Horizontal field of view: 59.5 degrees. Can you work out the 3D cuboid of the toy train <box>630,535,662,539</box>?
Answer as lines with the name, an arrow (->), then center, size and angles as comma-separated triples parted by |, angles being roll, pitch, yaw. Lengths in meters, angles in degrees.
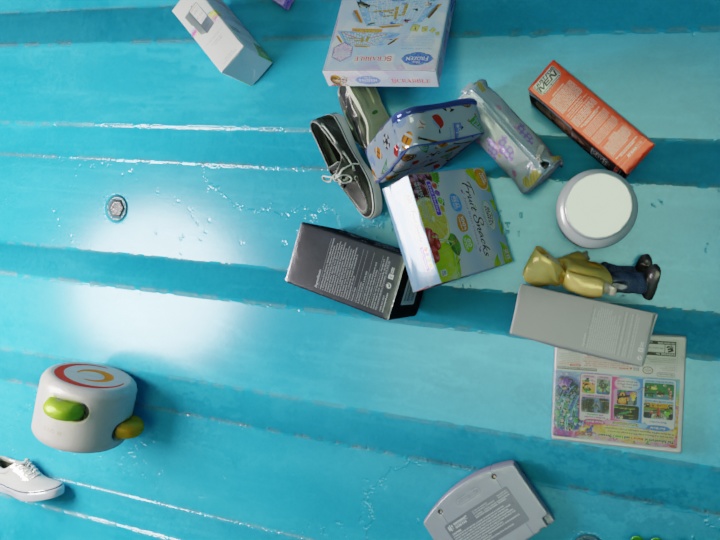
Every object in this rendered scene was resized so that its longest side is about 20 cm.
toy train -> 0.519, 0.456, 0.982 | 0.197, 0.042, 0.057 | -1, 101, 18

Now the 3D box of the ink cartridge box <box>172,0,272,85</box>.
ink cartridge box -> -0.267, -0.450, 1.174 | 0.067, 0.117, 0.201 | -41, 79, 17

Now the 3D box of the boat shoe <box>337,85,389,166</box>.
boat shoe -> 0.015, -0.251, 1.125 | 0.067, 0.071, 0.203 | -20, 92, 55

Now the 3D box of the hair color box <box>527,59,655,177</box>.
hair color box -> 0.357, -0.232, 0.985 | 0.200, 0.101, 0.061 | 46, 104, 13

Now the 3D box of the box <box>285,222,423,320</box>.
box -> 0.000, 0.000, 1.075 | 0.197, 0.148, 0.109 | 18, 96, 22

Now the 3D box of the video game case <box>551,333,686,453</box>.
video game case -> 0.414, 0.191, 1.017 | 0.197, 0.024, 0.186 | 2, 92, 17

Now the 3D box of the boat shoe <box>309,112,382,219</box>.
boat shoe -> -0.028, -0.179, 1.109 | 0.073, 0.068, 0.202 | -15, 98, 50

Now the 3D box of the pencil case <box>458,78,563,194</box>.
pencil case -> 0.236, -0.218, 1.030 | 0.083, 0.091, 0.201 | -44, 78, 14

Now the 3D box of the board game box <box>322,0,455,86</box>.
board game box -> 0.052, -0.406, 1.072 | 0.197, 0.041, 0.203 | 6, 69, 18

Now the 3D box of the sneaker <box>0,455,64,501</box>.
sneaker -> -0.733, 0.451, 1.373 | 0.197, 0.073, 0.072 | 3, 96, 18

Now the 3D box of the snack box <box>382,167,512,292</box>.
snack box -> 0.143, -0.071, 1.006 | 0.067, 0.198, 0.171 | -21, 85, 45

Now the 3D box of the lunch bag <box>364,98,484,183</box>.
lunch bag -> 0.102, -0.207, 1.016 | 0.158, 0.200, 0.077 | -16, 87, -20

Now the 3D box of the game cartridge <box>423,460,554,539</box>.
game cartridge -> 0.213, 0.420, 1.083 | 0.199, 0.040, 0.134 | -38, 84, 15

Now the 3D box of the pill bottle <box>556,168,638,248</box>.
pill bottle -> 0.350, -0.090, 0.938 | 0.112, 0.200, 0.117 | 1, 92, 18

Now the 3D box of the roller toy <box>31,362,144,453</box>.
roller toy -> -0.545, 0.275, 1.252 | 0.181, 0.198, 0.142 | 20, 98, 46

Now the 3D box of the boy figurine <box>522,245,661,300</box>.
boy figurine -> 0.351, 0.000, 0.980 | 0.196, 0.125, 0.065 | 8, 118, 1

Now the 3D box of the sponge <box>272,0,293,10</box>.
sponge -> -0.188, -0.594, 1.191 | 0.199, 0.030, 0.112 | 37, 102, 14

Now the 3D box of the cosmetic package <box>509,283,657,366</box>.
cosmetic package -> 0.338, 0.084, 0.974 | 0.197, 0.107, 0.092 | 16, 89, 17
